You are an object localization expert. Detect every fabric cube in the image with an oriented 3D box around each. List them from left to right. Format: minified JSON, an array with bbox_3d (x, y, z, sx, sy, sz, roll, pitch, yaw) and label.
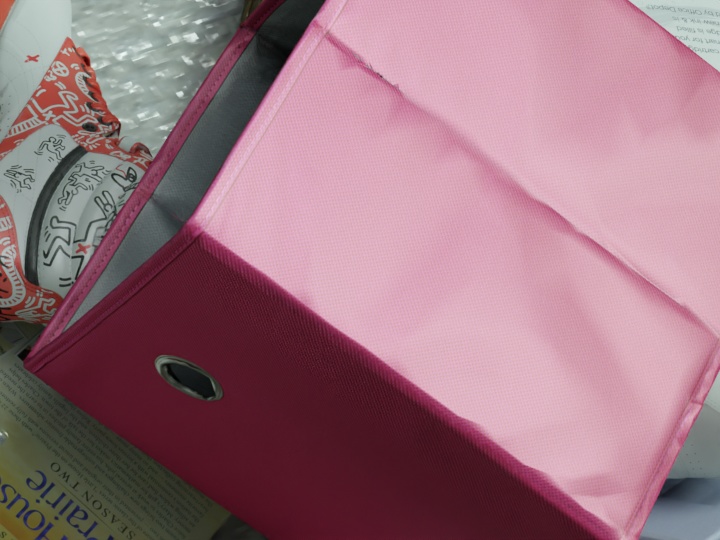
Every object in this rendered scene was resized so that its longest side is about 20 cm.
[{"bbox_3d":[0.021,-0.003,1.004,0.199,0.196,0.201,37,62,-11],"label":"fabric cube"}]

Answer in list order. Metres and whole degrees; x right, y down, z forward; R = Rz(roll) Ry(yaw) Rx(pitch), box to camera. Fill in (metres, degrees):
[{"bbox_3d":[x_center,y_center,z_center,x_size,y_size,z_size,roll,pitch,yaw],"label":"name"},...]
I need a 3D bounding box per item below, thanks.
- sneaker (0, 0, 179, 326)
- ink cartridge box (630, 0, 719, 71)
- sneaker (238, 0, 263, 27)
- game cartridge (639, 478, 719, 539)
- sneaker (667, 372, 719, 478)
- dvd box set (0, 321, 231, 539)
[{"bbox_3d":[-0.124,-0.052,1.136,0.107,0.067,0.202,9,45,4],"label":"sneaker"},{"bbox_3d":[0.156,-0.093,1.253,0.144,0.084,0.200,4,39,-28],"label":"ink cartridge box"},{"bbox_3d":[0.001,-0.123,1.287,0.112,0.071,0.201,21,59,-12],"label":"sneaker"},{"bbox_3d":[0.136,0.102,1.184,0.200,0.129,0.039,-27,119,-43],"label":"game cartridge"},{"bbox_3d":[0.106,0.067,1.162,0.080,0.199,0.077,-39,119,-31],"label":"sneaker"},{"bbox_3d":[-0.110,0.060,1.128,0.146,0.029,0.200,41,48,-1],"label":"dvd box set"}]
